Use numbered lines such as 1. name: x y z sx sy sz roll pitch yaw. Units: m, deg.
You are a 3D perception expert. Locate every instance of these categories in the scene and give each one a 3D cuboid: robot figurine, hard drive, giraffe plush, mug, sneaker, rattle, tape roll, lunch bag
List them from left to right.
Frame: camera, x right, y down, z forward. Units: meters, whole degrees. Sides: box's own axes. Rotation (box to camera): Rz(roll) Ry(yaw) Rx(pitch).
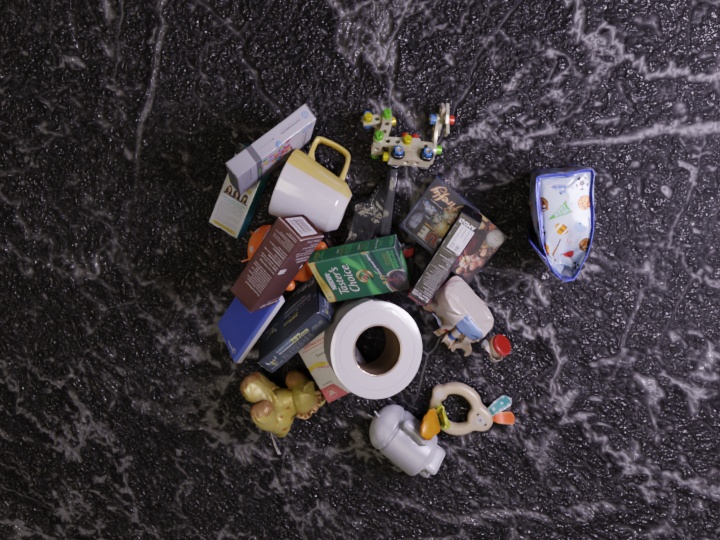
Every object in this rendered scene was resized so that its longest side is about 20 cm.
1. hard drive: -0.267 0.102 1.270 0.201 0.025 0.133 -53 51 19
2. robot figurine: -0.171 -0.039 1.201 0.195 0.117 0.147 9 112 11
3. giraffe plush: -0.174 0.311 1.279 0.160 0.173 0.203 -30 86 -2
4. mug: -0.094 -0.176 1.140 0.151 0.150 0.189 25 115 -2
5. tape roll: 0.022 0.164 1.153 0.198 0.139 0.208 0 92 -11
6. sneaker: 0.024 -0.146 1.158 0.102 0.060 0.204 9 109 6
7. sneaker: 0.032 0.003 1.186 0.196 0.071 0.100 -13 98 15
8. robot figurine: 0.101 0.398 1.243 0.199 0.113 0.170 38 143 2
9. rattle: 0.245 0.331 1.183 0.196 0.143 0.133 13 88 16
10. lunch bag: 0.386 -0.094 1.025 0.121 0.170 0.205 -5 103 17

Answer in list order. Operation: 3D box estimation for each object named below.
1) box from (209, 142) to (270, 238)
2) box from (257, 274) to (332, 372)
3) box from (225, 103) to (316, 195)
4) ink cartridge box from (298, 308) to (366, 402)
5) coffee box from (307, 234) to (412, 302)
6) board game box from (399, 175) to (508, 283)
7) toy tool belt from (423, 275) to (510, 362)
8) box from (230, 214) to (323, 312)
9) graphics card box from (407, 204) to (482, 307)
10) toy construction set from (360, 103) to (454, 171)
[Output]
1. box: -0.275 -0.185 1.225 0.081 0.049 0.203 29 108 4
2. box: -0.149 0.116 1.210 0.199 0.159 0.051 -40 119 20
3. box: -0.186 -0.246 1.094 0.199 0.156 0.041 -41 94 -12
4. ink cartridge box: -0.074 0.196 1.260 0.115 0.068 0.202 -29 95 18
5. coffee box: 0.000 0.000 1.112 0.196 0.044 0.124 -9 130 20
6. board game box: 0.200 -0.087 1.143 0.199 0.035 0.136 39 109 2
7. toy tool belt: 0.226 0.121 1.159 0.201 0.125 0.123 50 140 1
8. box: -0.172 -0.015 1.087 0.075 0.100 0.201 45 113 12
9. graphics card box: 0.175 -0.032 1.077 0.050 0.125 0.202 32 108 6
10. toy construction set: 0.098 -0.279 1.094 0.195 0.093 0.134 -4 65 7
